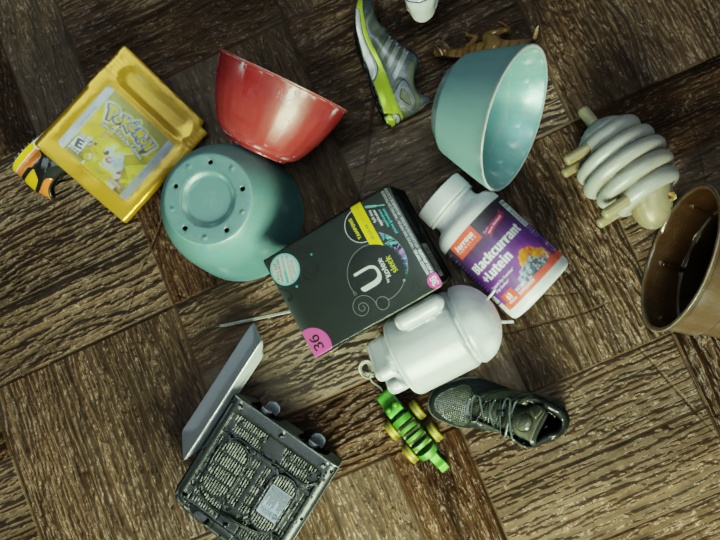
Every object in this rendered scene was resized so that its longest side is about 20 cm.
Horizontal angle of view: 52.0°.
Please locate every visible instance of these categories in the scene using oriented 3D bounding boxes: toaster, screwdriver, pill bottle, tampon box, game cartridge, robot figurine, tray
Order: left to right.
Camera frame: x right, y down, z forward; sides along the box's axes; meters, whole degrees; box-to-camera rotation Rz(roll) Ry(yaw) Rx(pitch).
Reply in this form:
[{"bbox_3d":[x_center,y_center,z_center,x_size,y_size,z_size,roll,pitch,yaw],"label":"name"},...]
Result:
[{"bbox_3d":[-0.356,-0.204,1.118,0.176,0.032,0.200,42,92,-16],"label":"game cartridge"},{"bbox_3d":[-0.197,0.176,1.075,0.022,0.107,0.201,33,90,-17],"label":"tray"},{"bbox_3d":[-0.143,0.299,1.045,0.180,0.119,0.201,32,90,9],"label":"toaster"},{"bbox_3d":[-0.117,0.067,1.107,0.198,0.028,0.029,-17,113,7],"label":"screwdriver"},{"bbox_3d":[0.000,0.000,1.005,0.199,0.126,0.151,-31,86,12],"label":"tampon box"},{"bbox_3d":[0.110,0.094,1.016,0.199,0.170,0.114,-28,50,11],"label":"robot figurine"},{"bbox_3d":[0.181,-0.039,1.033,0.200,0.111,0.112,44,92,8],"label":"pill bottle"}]

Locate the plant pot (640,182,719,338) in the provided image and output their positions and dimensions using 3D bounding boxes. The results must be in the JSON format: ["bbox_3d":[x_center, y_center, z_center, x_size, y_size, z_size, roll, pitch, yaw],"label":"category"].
[{"bbox_3d":[0.503,0.013,0.959,0.196,0.200,0.202,18,88,-1],"label":"plant pot"}]

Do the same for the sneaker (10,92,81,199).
[{"bbox_3d":[-0.443,-0.199,1.153,0.200,0.070,0.090,-43,102,0],"label":"sneaker"}]

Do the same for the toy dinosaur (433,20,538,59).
[{"bbox_3d":[0.197,-0.317,1.050,0.199,0.106,0.061,5,120,44],"label":"toy dinosaur"}]

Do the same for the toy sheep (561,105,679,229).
[{"bbox_3d":[0.356,-0.144,1.013,0.137,0.138,0.201,-31,77,4],"label":"toy sheep"}]

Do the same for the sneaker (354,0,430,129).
[{"bbox_3d":[0.042,-0.317,1.098,0.080,0.074,0.202,-18,91,-1],"label":"sneaker"}]

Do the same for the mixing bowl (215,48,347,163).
[{"bbox_3d":[-0.129,-0.222,1.051,0.199,0.200,0.109,27,100,8],"label":"mixing bowl"}]

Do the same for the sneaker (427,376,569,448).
[{"bbox_3d":[0.190,0.193,1.016,0.197,0.114,0.077,11,85,10],"label":"sneaker"}]

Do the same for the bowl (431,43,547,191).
[{"bbox_3d":[0.170,-0.221,1.022,0.104,0.201,0.202,23,89,27],"label":"bowl"}]

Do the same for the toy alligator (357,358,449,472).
[{"bbox_3d":[0.058,0.210,1.058,0.059,0.054,0.200,-39,82,2],"label":"toy alligator"}]

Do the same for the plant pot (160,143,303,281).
[{"bbox_3d":[-0.195,-0.090,1.059,0.198,0.161,0.203,-1,86,8],"label":"plant pot"}]

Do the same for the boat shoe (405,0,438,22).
[{"bbox_3d":[0.097,-0.443,1.095,0.074,0.086,0.204,-4,57,11],"label":"boat shoe"}]
